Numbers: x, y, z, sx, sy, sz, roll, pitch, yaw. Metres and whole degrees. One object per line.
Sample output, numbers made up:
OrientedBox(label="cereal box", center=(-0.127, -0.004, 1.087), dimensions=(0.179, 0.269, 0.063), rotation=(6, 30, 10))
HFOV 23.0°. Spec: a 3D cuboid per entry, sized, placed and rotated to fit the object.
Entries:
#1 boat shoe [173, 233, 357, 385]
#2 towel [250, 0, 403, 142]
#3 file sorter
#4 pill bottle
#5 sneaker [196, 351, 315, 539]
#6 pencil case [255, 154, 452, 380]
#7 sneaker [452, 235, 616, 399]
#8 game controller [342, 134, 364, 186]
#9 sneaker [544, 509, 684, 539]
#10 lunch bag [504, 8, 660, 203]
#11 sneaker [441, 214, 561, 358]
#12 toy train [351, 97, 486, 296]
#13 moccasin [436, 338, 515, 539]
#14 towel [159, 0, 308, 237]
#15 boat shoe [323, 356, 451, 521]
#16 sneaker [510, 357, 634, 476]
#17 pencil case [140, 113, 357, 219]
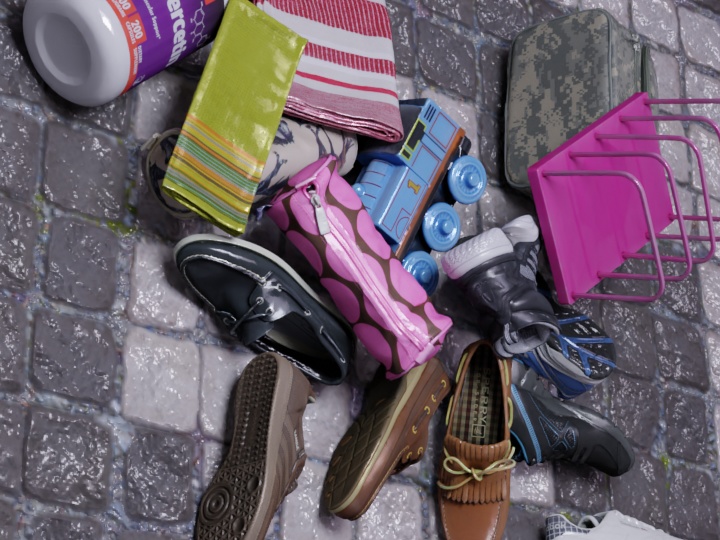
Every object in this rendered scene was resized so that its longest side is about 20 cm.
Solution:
OrientedBox(label="boat shoe", center=(-0.082, 0.040, 1.530), dimensions=(0.199, 0.074, 0.067), rotation=(39, 38, -34))
OrientedBox(label="towel", center=(-0.032, -0.209, 1.635), dimensions=(0.143, 0.023, 0.201), rotation=(14, 46, -20))
OrientedBox(label="file sorter", center=(0.277, -0.070, 1.678), dimensions=(0.200, 0.125, 0.140), rotation=(-34, 117, -41))
OrientedBox(label="pill bottle", center=(-0.188, -0.228, 1.522), dimensions=(0.200, 0.112, 0.113), rotation=(-39, 99, -42))
OrientedBox(label="sneaker", center=(-0.077, 0.171, 1.485), dimensions=(0.075, 0.070, 0.202), rotation=(38, 57, -41))
OrientedBox(label="pencil case", center=(0.000, 0.000, 1.535), dimensions=(0.091, 0.094, 0.201), rotation=(-39, 96, -14))
OrientedBox(label="sneaker", center=(0.156, 0.049, 1.728), dimensions=(0.200, 0.077, 0.076), rotation=(46, 53, 12))
OrientedBox(label="game controller", center=(-0.022, -0.161, 1.696), dimensions=(0.104, 0.042, 0.201), rotation=(-27, 91, -29))
OrientedBox(label="sneaker", center=(0.263, 0.273, 1.735), dimensions=(0.199, 0.076, 0.081), rotation=(5, 60, -41))
OrientedBox(label="lunch bag", center=(0.247, -0.156, 1.857), dimensions=(0.167, 0.138, 0.202), rotation=(30, 55, -50))
OrientedBox(label="sneaker", center=(0.140, 0.018, 1.631), dimensions=(0.115, 0.075, 0.200), rotation=(64, 21, 3))
OrientedBox(label="toy train", center=(0.036, -0.060, 1.641), dimensions=(0.114, 0.086, 0.201), rotation=(39, 69, -31))
OrientedBox(label="moccasin", center=(0.109, 0.164, 1.617), dimensions=(0.078, 0.073, 0.203), rotation=(49, 52, -77))
OrientedBox(label="towel", center=(-0.105, -0.134, 1.504), dimensions=(0.086, 0.018, 0.201), rotation=(32, 62, -30))
OrientedBox(label="boat shoe", center=(0.031, 0.148, 1.584), dimensions=(0.068, 0.072, 0.201), rotation=(43, 48, -16))
OrientedBox(label="sneaker", center=(0.180, 0.160, 1.720), dimensions=(0.199, 0.073, 0.082), rotation=(31, 71, -21))
OrientedBox(label="pencil case", center=(-0.098, -0.105, 1.573), dimensions=(0.199, 0.078, 0.090), rotation=(-19, 61, -43))
